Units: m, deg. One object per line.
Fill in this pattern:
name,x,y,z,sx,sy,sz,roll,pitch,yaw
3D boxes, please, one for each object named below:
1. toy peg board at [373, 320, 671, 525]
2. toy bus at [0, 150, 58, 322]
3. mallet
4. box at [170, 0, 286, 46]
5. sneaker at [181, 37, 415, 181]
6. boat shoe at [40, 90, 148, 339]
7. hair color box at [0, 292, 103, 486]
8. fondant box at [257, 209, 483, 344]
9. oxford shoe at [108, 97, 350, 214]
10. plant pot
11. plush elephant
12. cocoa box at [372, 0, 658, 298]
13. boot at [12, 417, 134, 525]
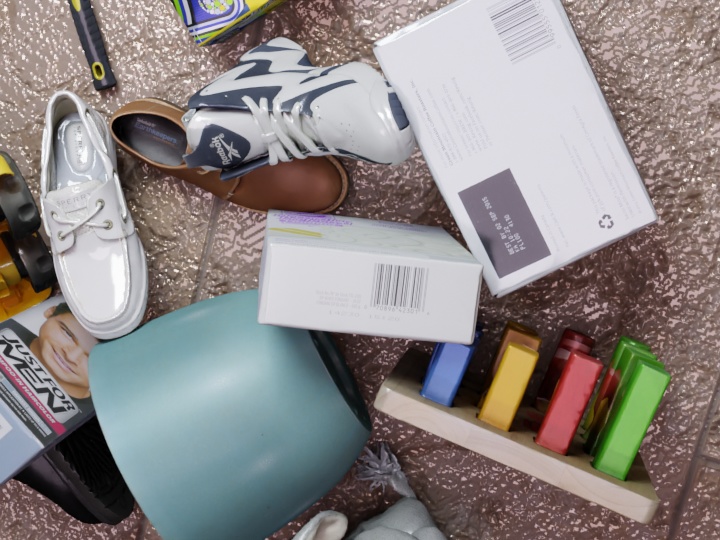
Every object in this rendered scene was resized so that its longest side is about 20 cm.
toy peg board,0.130,0.079,0.911,0.199,0.200,0.098,23,96,5
toy bus,-0.348,-0.059,0.995,0.136,0.200,0.192,-28,64,-16
mallet,-0.227,-0.248,0.998,0.066,0.041,0.200,-21,101,11
box,-0.051,-0.251,0.945,0.200,0.070,0.064,-31,96,14
sneaker,-0.060,-0.100,0.899,0.130,0.199,0.080,-35,135,-20
boat shoe,-0.214,-0.046,0.950,0.071,0.069,0.200,-17,69,-1
hair color box,-0.257,0.088,0.975,0.061,0.200,0.099,-40,91,14
fondant box,0.000,0.000,0.900,0.144,0.200,0.058,6,98,-5
oxford shoe,-0.108,-0.085,0.986,0.200,0.071,0.071,16,101,5
plant pot,-0.089,0.106,0.959,0.161,0.201,0.201,-29,94,4
plush elephant,-0.003,0.252,0.981,0.155,0.165,0.200,-27,69,-9
cocoa box,0.116,-0.104,0.910,0.133,0.131,0.200,-25,95,12
boot,-0.311,0.166,1.060,0.158,0.079,0.211,-39,98,19
